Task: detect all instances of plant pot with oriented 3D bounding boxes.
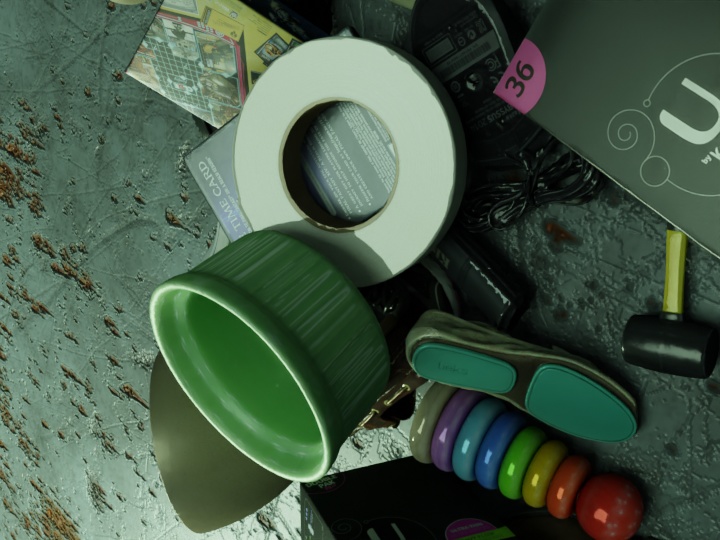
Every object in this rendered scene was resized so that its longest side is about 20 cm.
[{"bbox_3d":[-0.119,0.160,0.916,0.133,0.200,0.203,-13,95,8],"label":"plant pot"}]

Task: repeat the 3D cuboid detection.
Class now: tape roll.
[{"bbox_3d":[-0.013,-0.087,0.713,0.200,0.037,0.205,5,103,21],"label":"tape roll"}]

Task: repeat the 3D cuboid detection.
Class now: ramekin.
[{"bbox_3d":[-0.070,0.065,0.719,0.199,0.098,0.201,30,142,26],"label":"ramekin"}]

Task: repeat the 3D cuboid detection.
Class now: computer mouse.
[{"bbox_3d":[0.107,-0.138,0.696,0.138,0.053,0.202,-17,101,44],"label":"computer mouse"}]

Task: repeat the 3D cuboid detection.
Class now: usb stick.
[{"bbox_3d":[0.070,-0.030,0.761,0.200,0.032,0.056,49,164,21],"label":"usb stick"}]

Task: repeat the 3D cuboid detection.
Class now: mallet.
[{"bbox_3d":[0.220,-0.022,0.634,0.065,0.041,0.203,0,98,39],"label":"mallet"}]

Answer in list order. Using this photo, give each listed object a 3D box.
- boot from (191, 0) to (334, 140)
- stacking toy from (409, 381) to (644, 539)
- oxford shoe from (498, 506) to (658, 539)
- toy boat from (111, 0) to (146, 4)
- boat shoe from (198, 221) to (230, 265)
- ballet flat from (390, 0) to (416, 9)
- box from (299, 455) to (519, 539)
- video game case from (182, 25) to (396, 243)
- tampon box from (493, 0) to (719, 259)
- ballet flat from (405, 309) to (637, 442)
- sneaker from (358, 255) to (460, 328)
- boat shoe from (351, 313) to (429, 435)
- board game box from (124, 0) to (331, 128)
[{"bbox_3d":[-0.096,-0.215,0.846,0.161,0.073,0.201,-4,102,37],"label":"boot"},{"bbox_3d":[0.143,0.162,0.736,0.199,0.085,0.086,23,117,29],"label":"stacking toy"},{"bbox_3d":[0.178,0.249,0.720,0.199,0.084,0.074,0,105,44],"label":"oxford shoe"},{"bbox_3d":[-0.184,-0.335,0.788,0.130,0.200,0.131,-17,117,43],"label":"toy boat"},{"bbox_3d":[-0.103,-0.027,0.843,0.067,0.073,0.201,51,131,33],"label":"boat shoe"},{"bbox_3d":[-0.007,-0.270,0.717,0.198,0.069,0.070,20,117,15],"label":"ballet flat"},{"bbox_3d":[0.043,0.268,0.758,0.200,0.147,0.126,-145,52,-63],"label":"box"},{"bbox_3d":[-0.049,-0.092,0.759,0.199,0.019,0.144,-32,86,24],"label":"video game case"},{"bbox_3d":[0.214,-0.115,0.529,0.200,0.126,0.151,42,116,26],"label":"tampon box"},{"bbox_3d":[0.134,0.077,0.710,0.198,0.063,0.068,21,125,2],"label":"ballet flat"},{"bbox_3d":[0.000,0.000,0.806,0.200,0.086,0.081,44,129,24],"label":"sneaker"},{"bbox_3d":[0.019,0.116,0.813,0.070,0.071,0.200,36,150,7],"label":"boat shoe"},{"bbox_3d":[-0.096,-0.179,0.790,0.199,0.035,0.135,30,134,-19],"label":"board game box"}]
